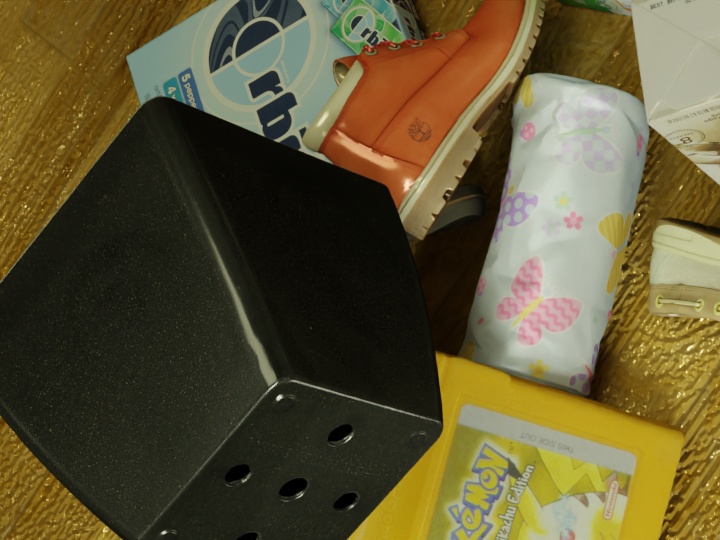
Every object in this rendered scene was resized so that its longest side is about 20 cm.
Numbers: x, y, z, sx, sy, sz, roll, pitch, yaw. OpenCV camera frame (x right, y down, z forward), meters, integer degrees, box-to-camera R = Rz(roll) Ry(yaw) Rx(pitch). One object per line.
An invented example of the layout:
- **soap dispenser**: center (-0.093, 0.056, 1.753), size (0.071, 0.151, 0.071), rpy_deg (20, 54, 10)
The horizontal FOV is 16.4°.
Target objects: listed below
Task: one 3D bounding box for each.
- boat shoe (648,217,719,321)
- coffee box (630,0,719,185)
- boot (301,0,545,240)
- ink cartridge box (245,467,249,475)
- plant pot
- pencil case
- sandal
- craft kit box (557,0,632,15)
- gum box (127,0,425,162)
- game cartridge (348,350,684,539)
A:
- **boat shoe**: center (0.244, 0.024, 1.446), size (0.199, 0.074, 0.067), rpy_deg (24, 103, 51)
- **coffee box**: center (0.246, -0.097, 1.406), size (0.112, 0.200, 0.080), rpy_deg (-17, 64, 26)
- **boot**: center (0.043, -0.123, 1.551), size (0.107, 0.075, 0.201), rpy_deg (31, 56, 3)
- **ink cartridge box**: center (-0.012, 0.151, 1.525), size (0.076, 0.136, 0.201), rpy_deg (22, 87, 31)
- **plant pot**: center (-0.070, 0.058, 1.380), size (0.200, 0.199, 0.178), rpy_deg (-48, 50, 21)
- **pencil case**: center (0.117, -0.020, 1.530), size (0.090, 0.083, 0.202), rpy_deg (9, 81, 20)
- **sandal**: center (0.000, 0.000, 1.556), size (0.082, 0.199, 0.055), rpy_deg (-19, 92, 57)
- **craft kit box**: center (0.166, -0.193, 1.484), size (0.196, 0.200, 0.049), rpy_deg (13, 82, 32)
- **gum box**: center (-0.047, -0.115, 1.669), size (0.199, 0.044, 0.171), rpy_deg (-28, 64, 20)
- **game cartridge**: center (0.077, 0.149, 1.457), size (0.032, 0.199, 0.178), rpy_deg (173, 113, -72)
